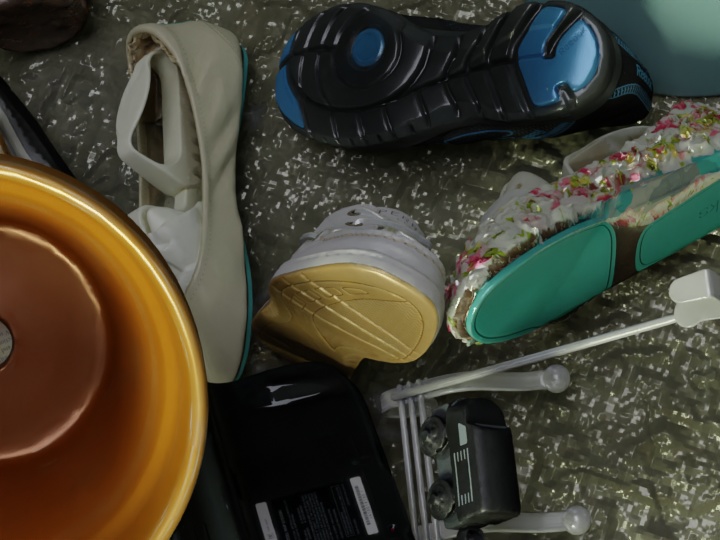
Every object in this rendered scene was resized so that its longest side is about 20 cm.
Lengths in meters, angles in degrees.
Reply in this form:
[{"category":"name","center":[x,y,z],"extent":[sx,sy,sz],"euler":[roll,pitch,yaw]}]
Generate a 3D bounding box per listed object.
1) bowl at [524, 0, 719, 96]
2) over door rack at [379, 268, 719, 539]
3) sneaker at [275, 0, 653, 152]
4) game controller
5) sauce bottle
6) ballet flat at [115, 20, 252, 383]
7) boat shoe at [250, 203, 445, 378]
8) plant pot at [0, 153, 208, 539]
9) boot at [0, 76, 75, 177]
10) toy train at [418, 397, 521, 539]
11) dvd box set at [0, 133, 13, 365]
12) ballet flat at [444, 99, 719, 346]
[{"category":"bowl","center":[0.162,-0.196,1.081],"extent":[0.200,0.105,0.202],"euler":[-4,70,12]},{"category":"over door rack","center":[0.099,0.102,0.987],"extent":[0.200,0.066,0.149],"euler":[-22,66,40]},{"category":"sneaker","center":[0.047,-0.087,1.096],"extent":[0.199,0.082,0.074],"euler":[5,82,36]},{"category":"game controller","center":[-0.030,0.118,0.978],"extent":[0.104,0.042,0.200],"euler":[-8,44,-12]},{"category":"sauce bottle","center":[-0.188,-0.217,1.204],"extent":[0.066,0.066,0.201],"euler":[-15,66,9]},{"category":"ballet flat","center":[-0.094,-0.035,1.110],"extent":[0.069,0.070,0.201],"euler":[-8,66,12]},{"category":"boat shoe","center":[0.000,0.000,1.013],"extent":[0.071,0.200,0.069],"euler":[34,75,-9]},{"category":"plant pot","center":[-0.167,0.044,0.975],"extent":[0.199,0.183,0.201],"euler":[-1,97,-5]},{"category":"boot","center":[-0.227,-0.028,1.136],"extent":[0.154,0.073,0.204],"euler":[-37,77,1]},{"category":"toy train","center":[0.058,0.150,0.941],"extent":[0.046,0.034,0.201],"euler":[-29,62,49]},{"category":"dvd box set","center":[-0.207,0.032,1.079],"extent":[0.146,0.029,0.201],"euler":[-24,98,0]},{"category":"ballet flat","center":[0.104,-0.025,1.029],"extent":[0.199,0.076,0.064],"euler":[-24,50,-31]}]
